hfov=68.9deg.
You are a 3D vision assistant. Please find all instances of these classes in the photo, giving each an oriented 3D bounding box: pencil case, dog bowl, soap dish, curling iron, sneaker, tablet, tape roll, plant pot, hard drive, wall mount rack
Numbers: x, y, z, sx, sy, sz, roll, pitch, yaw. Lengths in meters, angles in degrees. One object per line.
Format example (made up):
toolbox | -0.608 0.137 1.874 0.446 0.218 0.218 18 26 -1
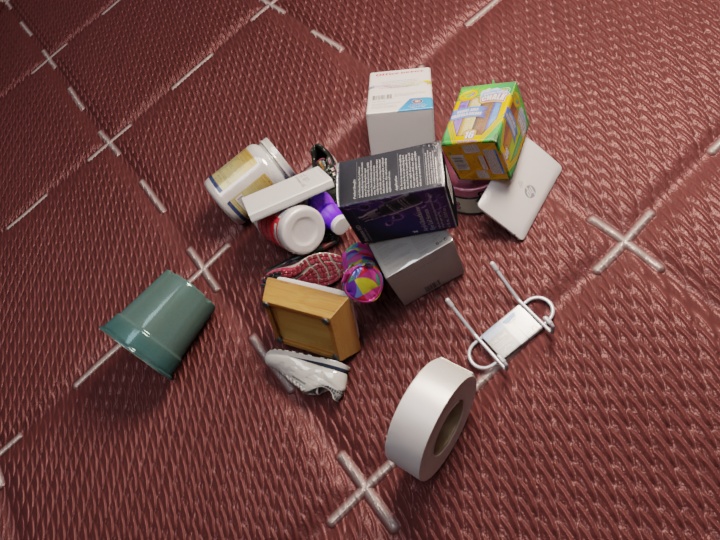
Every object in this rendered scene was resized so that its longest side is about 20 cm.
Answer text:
pencil case | 0.000 0.000 1.104 0.088 0.089 0.200 -29 14 5
dog bowl | 0.258 -0.230 1.187 0.200 0.074 0.201 -9 62 17
soap dish | -0.106 0.103 1.107 0.200 0.158 0.081 13 45 26
curling iron | -0.138 -0.043 1.272 0.200 0.026 0.050 -32 51 4
sneaker | -0.122 0.218 1.111 0.200 0.076 0.081 7 77 25
sneaker | -0.132 0.000 1.223 0.199 0.081 0.075 -12 16 3
tablet | 0.342 -0.179 1.118 0.130 0.014 0.200 35 77 -12
tape roll | 0.126 0.258 0.917 0.071 0.202 0.203 24 75 29
plant pot | -0.458 0.118 1.226 0.200 0.200 0.196 26 68 29
hard drive | -0.170 -0.178 1.209 0.200 0.027 0.132 -24 29 -8
wall mount rack | 0.271 0.090 1.020 0.200 0.075 0.174 -39 58 -2
sneaker | -0.084 -0.236 1.312 0.080 0.086 0.200 -32 58 5

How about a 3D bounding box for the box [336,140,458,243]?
box | 0.071 -0.142 0.993 0.200 0.148 0.105 -10 62 16

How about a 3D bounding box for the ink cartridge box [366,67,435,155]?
ink cartridge box | 0.097 -0.358 1.227 0.146 0.146 0.200 -3 45 8

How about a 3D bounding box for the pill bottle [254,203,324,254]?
pill bottle | -0.179 -0.113 1.247 0.112 0.112 0.200 -53 37 -10

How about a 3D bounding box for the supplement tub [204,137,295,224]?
supplement tub | -0.281 -0.232 1.351 0.200 0.144 0.144 -39 58 -1

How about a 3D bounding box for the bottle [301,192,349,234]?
bottle | -0.102 -0.154 1.271 0.065 0.084 0.200 -27 49 -26

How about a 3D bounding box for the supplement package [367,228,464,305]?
supplement package | 0.099 -0.066 1.119 0.152 0.151 0.200 -29 58 5

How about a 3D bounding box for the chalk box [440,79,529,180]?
chalk box | 0.269 -0.303 1.092 0.124 0.124 0.200 8 66 36
